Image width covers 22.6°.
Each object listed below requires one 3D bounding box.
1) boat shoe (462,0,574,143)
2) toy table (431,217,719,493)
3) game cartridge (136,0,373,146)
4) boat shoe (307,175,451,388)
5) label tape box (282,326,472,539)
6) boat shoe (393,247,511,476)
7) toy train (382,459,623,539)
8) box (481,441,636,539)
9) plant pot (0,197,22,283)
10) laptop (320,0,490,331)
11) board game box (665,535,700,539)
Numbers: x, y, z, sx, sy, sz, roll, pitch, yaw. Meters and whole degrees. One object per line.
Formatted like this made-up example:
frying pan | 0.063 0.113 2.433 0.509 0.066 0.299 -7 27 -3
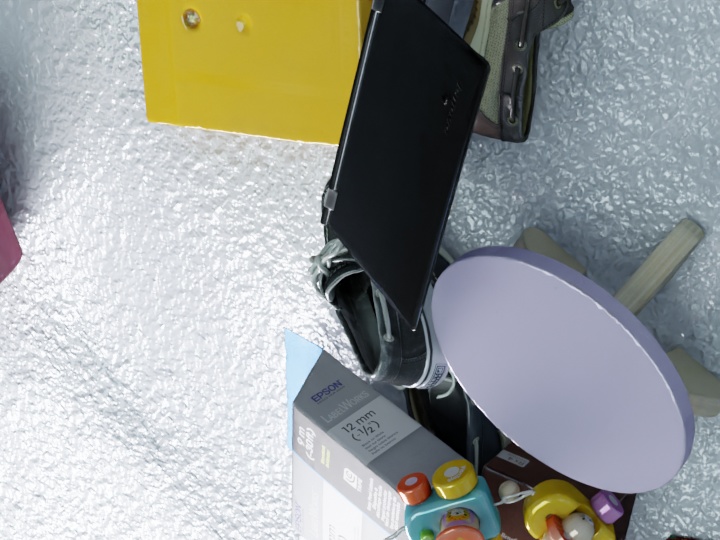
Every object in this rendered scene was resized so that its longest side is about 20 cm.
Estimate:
boat shoe | 0.110 -0.179 1.196 0.066 0.072 0.202 19 116 8
toy table | 0.156 0.048 1.225 0.200 0.117 0.184 50 127 5
game cartridge | -0.078 -0.186 1.337 0.199 0.032 0.177 10 114 27
boat shoe | -0.001 0.002 1.284 0.074 0.068 0.200 -55 42 41
label tape box | -0.009 0.155 1.364 0.200 0.066 0.144 35 141 31
boat shoe | 0.056 0.076 1.335 0.075 0.062 0.201 -4 107 35
toy train | 0.106 0.212 1.243 0.199 0.056 0.151 16 116 -8
box | 0.132 0.232 1.345 0.100 0.075 0.201 23 122 24
plant pot | -0.383 -0.053 1.499 0.199 0.200 0.179 -15 117 36
laptop | 0.052 -0.097 1.182 0.116 0.200 0.188 26 121 18
board game box | 0.311 0.250 1.269 0.199 0.019 0.104 4 113 31
